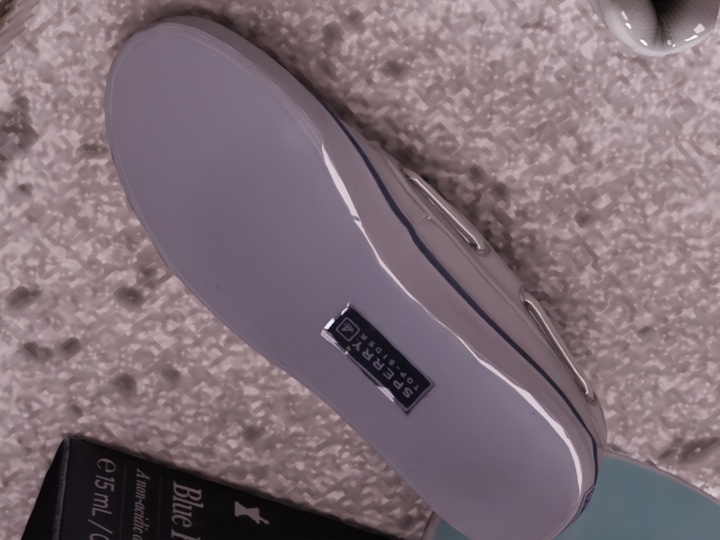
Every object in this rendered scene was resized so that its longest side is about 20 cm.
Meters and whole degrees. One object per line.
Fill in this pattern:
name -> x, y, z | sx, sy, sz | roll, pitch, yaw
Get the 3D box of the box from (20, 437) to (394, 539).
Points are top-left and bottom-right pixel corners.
box -> -0.027, 0.176, 0.855 | 0.199, 0.197, 0.118 | 19, 117, -13

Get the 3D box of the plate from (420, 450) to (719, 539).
plate -> 0.096, 0.142, 0.841 | 0.199, 0.201, 0.026 | 28, 127, -17

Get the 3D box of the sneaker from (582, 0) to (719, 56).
sneaker -> 0.101, -0.153, 0.737 | 0.075, 0.081, 0.201 | 8, 118, -4

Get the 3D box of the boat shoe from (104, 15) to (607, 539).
boat shoe -> 0.000, 0.000, 0.830 | 0.073, 0.065, 0.200 | -37, 94, 26
